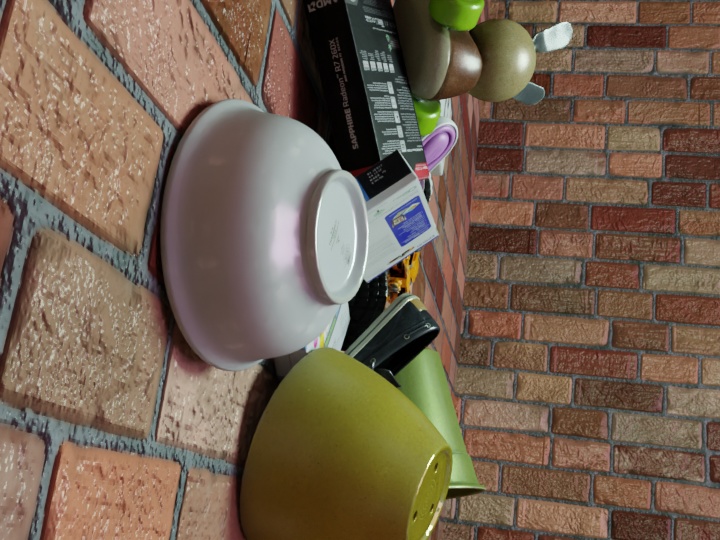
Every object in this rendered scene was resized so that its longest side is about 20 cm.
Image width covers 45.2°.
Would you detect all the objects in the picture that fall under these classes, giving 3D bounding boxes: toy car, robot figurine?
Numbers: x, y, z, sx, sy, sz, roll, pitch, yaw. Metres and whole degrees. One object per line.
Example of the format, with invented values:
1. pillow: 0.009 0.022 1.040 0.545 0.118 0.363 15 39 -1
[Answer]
1. toy car: 0.139 -0.251 0.987 0.158 0.198 0.165 -107 -152 -42
2. robot figurine: 0.059 -0.020 1.340 0.200 0.058 0.146 -68 158 -59

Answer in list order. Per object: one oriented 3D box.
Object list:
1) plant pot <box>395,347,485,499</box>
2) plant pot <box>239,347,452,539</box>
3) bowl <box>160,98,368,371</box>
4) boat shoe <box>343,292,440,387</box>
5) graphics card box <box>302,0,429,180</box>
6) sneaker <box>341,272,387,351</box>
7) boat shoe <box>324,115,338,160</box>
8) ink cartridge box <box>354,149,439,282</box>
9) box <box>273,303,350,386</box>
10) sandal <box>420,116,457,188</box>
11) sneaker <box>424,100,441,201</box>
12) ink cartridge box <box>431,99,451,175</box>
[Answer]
1. plant pot: 0.055 0.208 1.159 0.200 0.198 0.191 61 21 -69
2. plant pot: 0.003 0.187 0.804 0.200 0.141 0.201 -44 141 -50
3. bowl: -0.052 -0.024 0.633 0.201 0.090 0.203 2 90 -67
4. boat shoe: 0.013 0.115 0.966 0.200 0.062 0.075 -48 157 -9
5. graphics card box: 0.009 -0.183 0.886 0.125 0.051 0.202 -22 100 -63
6. sneaker: 0.000 0.000 1.035 0.088 0.075 0.202 71 25 -76
7. boat shoe: -0.011 -0.091 0.943 0.068 0.071 0.202 40 52 -78
8. ink cartridge box: 0.019 -0.047 0.850 0.039 0.099 0.200 57 1 17
9. box: -0.052 0.024 0.861 0.156 0.041 0.201 -72 161 -50
10. sandal: 0.055 -0.104 1.094 0.082 0.050 0.203 16 115 -47
11. sneaker: 0.064 -0.180 1.146 0.080 0.073 0.201 -86 179 -53
12. ink cartridge box: 0.091 -0.266 1.351 0.200 0.084 0.146 76 22 -55
